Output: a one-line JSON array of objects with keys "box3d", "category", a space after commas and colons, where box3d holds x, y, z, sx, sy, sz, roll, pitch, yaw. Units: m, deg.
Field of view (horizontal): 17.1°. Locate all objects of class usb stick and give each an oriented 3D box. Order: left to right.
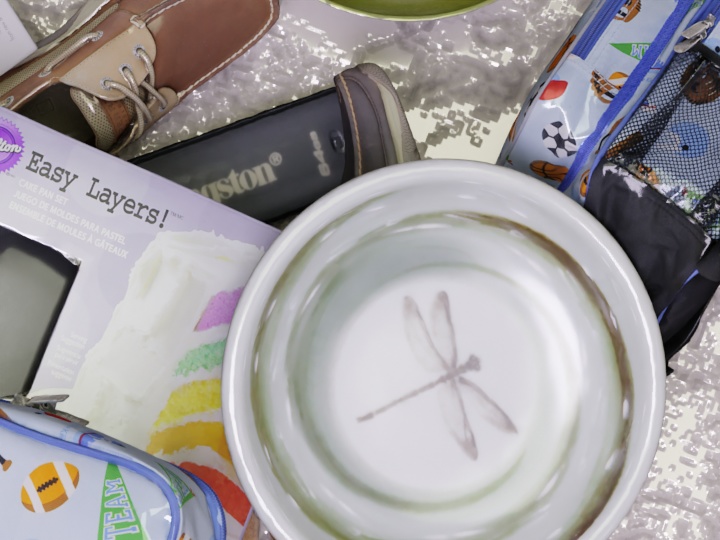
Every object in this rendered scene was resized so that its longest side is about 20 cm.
[{"box3d": [-0.083, -0.038, 1.186, 0.199, 0.033, 0.056, -21, 84, -17], "category": "usb stick"}]

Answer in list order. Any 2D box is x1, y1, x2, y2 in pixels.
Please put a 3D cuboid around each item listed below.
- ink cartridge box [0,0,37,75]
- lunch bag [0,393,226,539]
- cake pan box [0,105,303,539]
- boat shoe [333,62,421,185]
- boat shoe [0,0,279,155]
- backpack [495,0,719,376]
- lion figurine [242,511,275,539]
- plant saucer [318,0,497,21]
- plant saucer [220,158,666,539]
[{"box3d": [-0.272, -0.098, 1.162, 0.200, 0.068, 0.115, -36, 47, -7], "category": "ink cartridge box"}, {"box3d": [-0.150, 0.148, 0.989, 0.159, 0.076, 0.201, 17, 88, 17], "category": "lunch bag"}, {"box3d": [-0.128, 0.041, 1.082, 0.199, 0.052, 0.185, 25, 75, -10], "category": "cake pan box"}, {"box3d": [0.000, 0.000, 1.159, 0.073, 0.075, 0.201, -8, 85, -2], "category": "boat shoe"}, {"box3d": [-0.125, -0.087, 1.178, 0.199, 0.072, 0.076, -30, 128, 1], "category": "boat shoe"}, {"box3d": [0.158, -0.065, 1.149, 0.154, 0.200, 0.191, 44, 69, 3], "category": "backpack"}, {"box3d": [-0.006, 0.158, 1.128, 0.199, 0.072, 0.123, -26, 52, 29], "category": "lion figurine"}, {"box3d": [0.019, -0.218, 1.227, 0.199, 0.031, 0.201, 1, 76, -5], "category": "plant saucer"}, {"box3d": [0.035, 0.051, 1.073, 0.199, 0.050, 0.202, 0, 91, -8], "category": "plant saucer"}]
